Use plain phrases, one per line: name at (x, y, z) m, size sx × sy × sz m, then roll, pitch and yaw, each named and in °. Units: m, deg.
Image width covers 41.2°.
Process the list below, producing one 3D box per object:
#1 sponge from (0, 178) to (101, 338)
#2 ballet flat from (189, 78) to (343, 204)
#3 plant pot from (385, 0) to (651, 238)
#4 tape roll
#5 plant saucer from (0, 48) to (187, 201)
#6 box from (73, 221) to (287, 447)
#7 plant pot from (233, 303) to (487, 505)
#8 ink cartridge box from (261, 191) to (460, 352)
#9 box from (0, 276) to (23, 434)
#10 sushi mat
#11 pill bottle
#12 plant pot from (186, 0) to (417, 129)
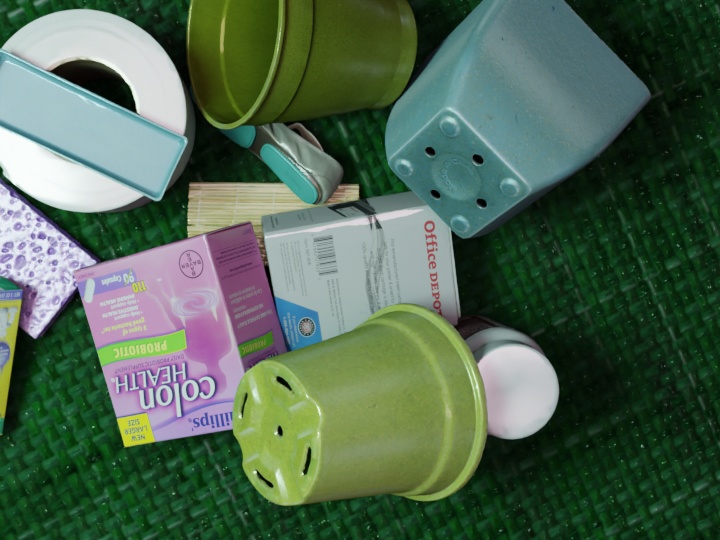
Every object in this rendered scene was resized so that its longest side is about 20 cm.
sponge at (-0.400, -0.030, 1.062) m, size 0.200 × 0.030 × 0.112 m, roll 40°, pitch 89°, yaw -7°
ballet flat at (-0.102, -0.156, 1.077) m, size 0.200 × 0.067 × 0.064 m, roll 42°, pitch 60°, yaw -4°
plant pot at (0.138, -0.149, 0.990) m, size 0.196 × 0.196 × 0.200 m, roll 44°, pitch 52°, yaw -6°
tape roll at (-0.279, -0.161, 1.013) m, size 0.202 × 0.139 × 0.204 m, roll 0°, pitch 93°, yaw -7°
plant saucer at (-0.273, -0.141, 0.936) m, size 0.199 × 0.019 × 0.070 m, roll 25°, pitch 90°, yaw -6°
box at (-0.184, 0.069, 1.020) m, size 0.175 × 0.097 × 0.201 m, roll -13°, pitch 96°, yaw 25°
plant pot at (-0.013, 0.141, 0.921) m, size 0.184 × 0.200 × 0.201 m, roll -6°, pitch 95°, yaw -42°
ink cartridge box at (0.000, 0.000, 1.065) m, size 0.199 × 0.084 × 0.145 m, roll -10°, pitch 109°, yaw -6°
box at (-0.431, 0.110, 1.012) m, size 0.048 × 0.117 × 0.201 m, roll 26°, pitch 110°, yaw 35°
sushi mat at (-0.098, -0.053, 1.101) m, size 0.199 × 0.012 × 0.096 m, roll 0°, pitch 93°, yaw -6°
pill bottle at (0.140, 0.114, 1.042) m, size 0.114 × 0.200 × 0.115 m, roll 0°, pitch 93°, yaw -6°
plant pot at (-0.051, -0.242, 0.999) m, size 0.192 × 0.200 × 0.201 m, roll -1°, pitch 94°, yaw -35°
